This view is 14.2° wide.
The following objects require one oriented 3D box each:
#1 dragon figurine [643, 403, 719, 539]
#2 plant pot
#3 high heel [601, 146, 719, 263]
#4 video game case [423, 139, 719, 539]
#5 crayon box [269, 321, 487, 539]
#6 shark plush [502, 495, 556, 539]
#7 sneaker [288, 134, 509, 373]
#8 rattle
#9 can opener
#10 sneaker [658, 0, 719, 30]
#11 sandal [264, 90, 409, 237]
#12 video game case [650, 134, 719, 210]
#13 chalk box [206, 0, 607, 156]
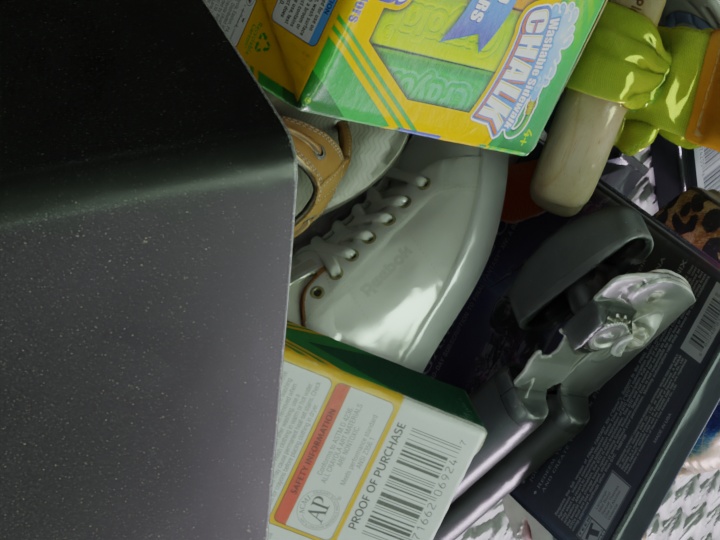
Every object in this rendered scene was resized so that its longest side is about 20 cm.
[{"bbox_3d":[0.186,0.056,1.573,0.059,0.099,0.201,39,68,-53],"label":"dragon figurine"},{"bbox_3d":[-0.143,0.000,1.043,0.177,0.200,0.201,-9,127,-19],"label":"plant pot"},{"bbox_3d":[0.135,0.027,1.377,0.071,0.200,0.143,32,89,-36],"label":"high heel"},{"bbox_3d":[0.098,0.036,1.342,0.019,0.200,0.143,22,101,-33],"label":"video game case"},{"bbox_3d":[-0.062,0.080,1.255,0.199,0.052,0.126,22,103,-16],"label":"crayon box"},{"bbox_3d":[0.134,0.055,1.491,0.200,0.083,0.091,-53,144,-3],"label":"shark plush"},{"bbox_3d":[0.000,0.000,1.308,0.084,0.073,0.201,27,83,-27],"label":"sneaker"},{"bbox_3d":[0.141,-0.062,1.301,0.142,0.131,0.200,5,149,-5],"label":"rattle"},{"bbox_3d":[0.070,0.049,1.304,0.053,0.067,0.200,10,138,-41],"label":"can opener"},{"bbox_3d":[0.149,-0.171,1.326,0.087,0.074,0.200,-51,127,-22],"label":"sneaker"},{"bbox_3d":[-0.048,-0.044,1.230,0.199,0.055,0.082,-8,124,-45],"label":"sandal"},{"bbox_3d":[0.213,-0.141,1.479,0.181,0.025,0.201,-38,140,-23],"label":"video game case"},{"bbox_3d":[0.025,-0.130,1.185,0.200,0.124,0.125,6,112,-50],"label":"chalk box"}]
